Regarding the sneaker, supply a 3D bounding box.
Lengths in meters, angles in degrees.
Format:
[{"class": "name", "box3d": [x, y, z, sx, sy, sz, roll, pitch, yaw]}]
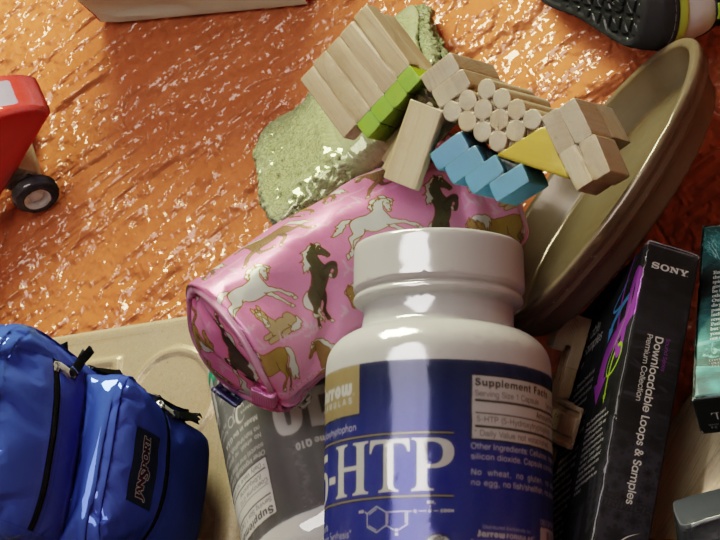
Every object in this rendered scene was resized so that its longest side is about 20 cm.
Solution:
[{"class": "sneaker", "box3d": [0.160, -0.181, 1.759, 0.083, 0.072, 0.200, -11, 34, -21]}]

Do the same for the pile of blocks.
[{"class": "pile of blocks", "box3d": [0.064, -0.075, 1.618, 0.200, 0.062, 0.082, 27, 99, 32]}]

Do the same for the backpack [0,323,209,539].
[{"class": "backpack", "box3d": [-0.190, 0.109, 1.695, 0.168, 0.200, 0.163, -8, 66, 25]}]

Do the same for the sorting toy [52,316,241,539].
[{"class": "sorting toy", "box3d": [-0.142, 0.123, 1.806, 0.200, 0.036, 0.185, -7, 67, 25]}]

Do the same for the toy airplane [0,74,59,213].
[{"class": "toy airplane", "box3d": [-0.311, -0.050, 1.935, 0.200, 0.141, 0.199, 11, 74, 36]}]

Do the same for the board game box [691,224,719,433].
[{"class": "board game box", "box3d": [0.274, 0.018, 1.542, 0.200, 0.028, 0.135, -7, 41, 16]}]

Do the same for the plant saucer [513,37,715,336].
[{"class": "plant saucer", "box3d": [0.134, -0.040, 1.649, 0.200, 0.029, 0.200, -53, 9, 12]}]

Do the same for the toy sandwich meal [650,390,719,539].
[{"class": "toy sandwich meal", "box3d": [0.244, 0.119, 1.537, 0.205, 0.070, 0.205, -15, 60, 26]}]

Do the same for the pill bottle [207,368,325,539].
[{"class": "pill bottle", "box3d": [-0.015, 0.125, 1.674, 0.113, 0.113, 0.200, -27, 55, 19]}]

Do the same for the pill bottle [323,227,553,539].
[{"class": "pill bottle", "box3d": [0.040, 0.085, 1.549, 0.120, 0.120, 0.200, -8, 75, 30]}]

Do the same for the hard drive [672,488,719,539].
[{"class": "hard drive", "box3d": [0.258, 0.162, 1.472, 0.200, 0.042, 0.135, -8, 87, 14]}]

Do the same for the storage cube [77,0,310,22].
[{"class": "storage cube", "box3d": [-0.129, -0.279, 1.915, 0.200, 0.171, 0.180, -3, 67, 31]}]

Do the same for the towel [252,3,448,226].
[{"class": "towel", "box3d": [-0.006, -0.091, 1.768, 0.148, 0.036, 0.200, -42, 15, 9]}]

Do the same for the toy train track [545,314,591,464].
[{"class": "toy train track", "box3d": [0.083, 0.118, 1.632, 0.032, 0.115, 0.200, 15, 90, -6]}]

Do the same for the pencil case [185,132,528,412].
[{"class": "pencil case", "box3d": [0.000, 0.000, 1.644, 0.200, 0.087, 0.083, -33, 34, -25]}]

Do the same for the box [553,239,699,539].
[{"class": "box", "box3d": [0.130, 0.099, 1.587, 0.036, 0.143, 0.200, 14, 71, -8]}]
